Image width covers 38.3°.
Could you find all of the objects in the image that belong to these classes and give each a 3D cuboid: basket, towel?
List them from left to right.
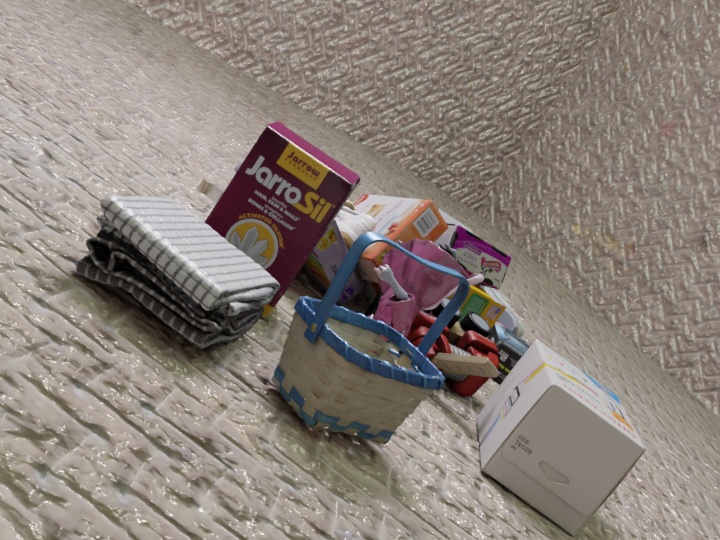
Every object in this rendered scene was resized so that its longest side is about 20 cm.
[{"bbox_3d":[-0.186,0.004,1.077,0.165,0.086,0.200,38,10,7],"label":"towel"},{"bbox_3d":[0.011,0.068,1.066,0.176,0.200,0.139,25,15,-44],"label":"basket"}]

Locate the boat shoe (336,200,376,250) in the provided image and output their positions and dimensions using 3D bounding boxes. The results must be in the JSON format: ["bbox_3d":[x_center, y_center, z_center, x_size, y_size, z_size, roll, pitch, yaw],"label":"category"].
[{"bbox_3d":[-0.035,-0.075,1.558,0.200,0.069,0.071,30,-24,57],"label":"boat shoe"}]

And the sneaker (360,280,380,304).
[{"bbox_3d":[0.000,0.000,1.687,0.082,0.078,0.200,27,4,-17],"label":"sneaker"}]

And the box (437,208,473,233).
[{"bbox_3d":[0.175,-0.044,2.221,0.097,0.125,0.200,33,11,-5],"label":"box"}]

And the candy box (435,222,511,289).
[{"bbox_3d":[0.125,-0.032,1.683,0.136,0.061,0.200,28,-9,-36],"label":"candy box"}]

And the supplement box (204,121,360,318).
[{"bbox_3d":[-0.108,-0.064,1.276,0.131,0.200,0.103,33,11,-2],"label":"supplement box"}]

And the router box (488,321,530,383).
[{"bbox_3d":[0.297,0.180,1.808,0.200,0.062,0.150,34,12,-5],"label":"router box"}]

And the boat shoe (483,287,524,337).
[{"bbox_3d":[0.277,0.072,2.174,0.086,0.075,0.202,21,20,-49],"label":"boat shoe"}]

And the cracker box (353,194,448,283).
[{"bbox_3d":[0.024,-0.051,1.584,0.058,0.134,0.200,54,-21,-23],"label":"cracker box"}]

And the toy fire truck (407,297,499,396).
[{"bbox_3d":[0.137,0.122,1.478,0.176,0.129,0.200,29,24,-32],"label":"toy fire truck"}]

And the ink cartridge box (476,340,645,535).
[{"bbox_3d":[0.251,0.209,1.334,0.147,0.145,0.200,35,12,-4],"label":"ink cartridge box"}]

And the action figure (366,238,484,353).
[{"bbox_3d":[0.052,0.053,1.404,0.149,0.200,0.134,36,-32,-14],"label":"action figure"}]

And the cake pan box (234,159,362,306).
[{"bbox_3d":[-0.091,-0.062,1.514,0.200,0.052,0.184,43,-17,31],"label":"cake pan box"}]

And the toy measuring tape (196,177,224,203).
[{"bbox_3d":[-0.173,-0.072,1.468,0.200,0.074,0.074,40,12,22],"label":"toy measuring tape"}]

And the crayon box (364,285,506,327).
[{"bbox_3d":[0.118,0.061,1.613,0.200,0.126,0.052,27,13,-38],"label":"crayon box"}]
